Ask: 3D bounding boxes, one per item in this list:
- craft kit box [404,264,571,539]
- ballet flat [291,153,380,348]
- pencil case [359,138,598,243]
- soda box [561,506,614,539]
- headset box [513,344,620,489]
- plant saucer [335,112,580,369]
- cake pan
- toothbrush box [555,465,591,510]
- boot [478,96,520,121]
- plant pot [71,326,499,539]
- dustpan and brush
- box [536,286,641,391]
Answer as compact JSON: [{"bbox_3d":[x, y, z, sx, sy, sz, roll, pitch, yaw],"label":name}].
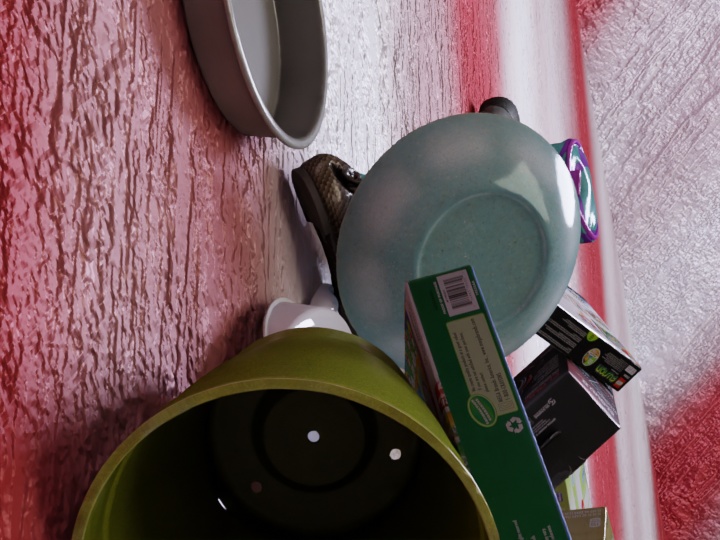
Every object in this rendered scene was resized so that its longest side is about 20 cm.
[{"bbox_3d":[0.070,0.133,0.806,0.198,0.048,0.202,82,-8,-59],"label":"craft kit box"},{"bbox_3d":[0.000,0.000,1.058,0.067,0.046,0.202,39,-27,57],"label":"ballet flat"},{"bbox_3d":[0.089,-0.050,1.143,0.092,0.198,0.086,27,57,-67],"label":"pencil case"},{"bbox_3d":[0.079,0.219,0.993,0.068,0.197,0.065,-70,148,-58],"label":"soda box"},{"bbox_3d":[0.166,0.151,1.343,0.075,0.149,0.200,46,12,-2],"label":"headset box"},{"bbox_3d":[0.081,-0.011,1.028,0.039,0.199,0.203,-138,-151,-61],"label":"plant saucer"},{"bbox_3d":[-0.070,-0.179,0.946,0.200,0.036,0.203,-7,90,-73],"label":"cake pan"},{"bbox_3d":[0.208,0.241,1.625,0.146,0.085,0.203,-51,133,-67],"label":"toothbrush box"},{"bbox_3d":[0.174,-0.098,1.713,0.201,0.067,0.131,65,28,-28],"label":"boot"},{"bbox_3d":[-0.030,0.120,0.730,0.193,0.198,0.203,-81,160,-75],"label":"plant pot"},{"bbox_3d":[-0.032,0.061,0.967,0.200,0.057,0.141,-58,140,-55],"label":"dustpan and brush"},{"bbox_3d":[0.180,0.035,1.330,0.199,0.035,0.110,33,16,-46],"label":"box"}]
